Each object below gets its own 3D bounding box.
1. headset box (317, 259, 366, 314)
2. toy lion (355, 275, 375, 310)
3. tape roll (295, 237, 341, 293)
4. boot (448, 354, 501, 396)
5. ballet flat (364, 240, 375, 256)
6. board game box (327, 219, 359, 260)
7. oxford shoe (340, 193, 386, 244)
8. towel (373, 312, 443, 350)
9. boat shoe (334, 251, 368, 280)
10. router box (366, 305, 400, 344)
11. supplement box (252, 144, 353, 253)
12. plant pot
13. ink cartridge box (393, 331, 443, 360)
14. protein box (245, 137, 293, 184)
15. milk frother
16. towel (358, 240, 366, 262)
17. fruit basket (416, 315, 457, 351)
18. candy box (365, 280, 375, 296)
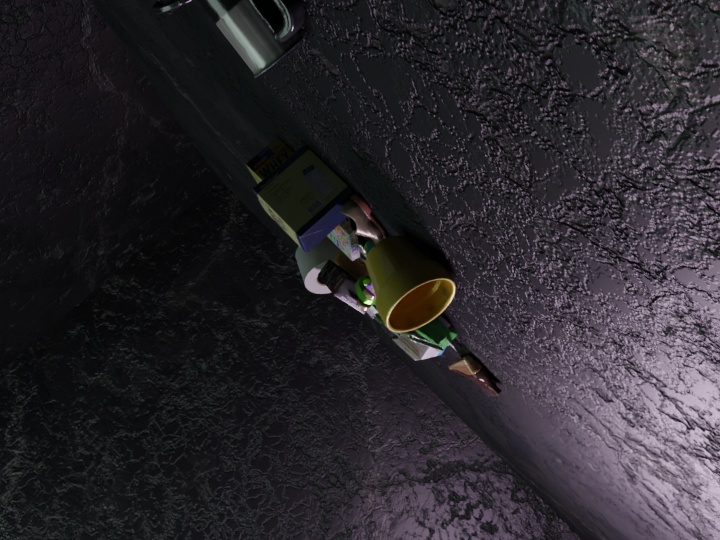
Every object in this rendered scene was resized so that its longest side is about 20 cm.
[{"bbox_3d":[-0.045,0.059,1.903,0.148,0.075,0.200,34,-175,-32],"label":"headset box"},{"bbox_3d":[0.071,0.063,1.784,0.199,0.069,0.192,16,-150,-25],"label":"toy lion"},{"bbox_3d":[-0.132,-0.028,2.068,0.203,0.202,0.140,60,-175,-56],"label":"tape roll"},{"bbox_3d":[0.393,0.371,1.905,0.166,0.072,0.200,48,167,4],"label":"boot"},{"bbox_3d":[0.084,-0.011,1.717,0.200,0.067,0.067,46,180,-3],"label":"ballet flat"},{"bbox_3d":[-0.079,-0.140,1.856,0.200,0.034,0.135,44,157,33],"label":"board game box"},{"bbox_3d":[0.009,-0.121,1.533,0.200,0.075,0.070,52,168,-34],"label":"oxford shoe"},{"bbox_3d":[0.148,0.190,1.720,0.152,0.023,0.200,24,-178,-36],"label":"towel"},{"bbox_3d":[0.000,0.000,1.914,0.200,0.071,0.069,38,-179,0],"label":"boat shoe"},{"bbox_3d":[0.111,0.145,1.988,0.200,0.149,0.051,49,136,-9],"label":"router box"},{"bbox_3d":[-0.154,-0.199,1.546,0.200,0.200,0.134,45,170,14],"label":"supplement box"},{"bbox_3d":[0.108,0.021,1.388,0.189,0.200,0.201,58,178,33],"label":"plant pot"},{"bbox_3d":[0.214,0.243,1.911,0.115,0.068,0.200,41,-160,27],"label":"ink cartridge box"},{"bbox_3d":[-0.228,-0.275,1.761,0.198,0.135,0.200,43,171,22],"label":"protein box"},{"bbox_3d":[-0.215,-0.415,0.917,0.188,0.200,0.180,50,166,-24],"label":"milk frother"},{"bbox_3d":[0.001,-0.059,1.963,0.152,0.023,0.200,36,165,46],"label":"towel"},{"bbox_3d":[0.252,0.193,1.825,0.185,0.094,0.200,44,-174,19],"label":"fruit basket"},{"bbox_3d":[0.133,0.066,1.610,0.200,0.072,0.168,44,150,2],"label":"candy box"}]
